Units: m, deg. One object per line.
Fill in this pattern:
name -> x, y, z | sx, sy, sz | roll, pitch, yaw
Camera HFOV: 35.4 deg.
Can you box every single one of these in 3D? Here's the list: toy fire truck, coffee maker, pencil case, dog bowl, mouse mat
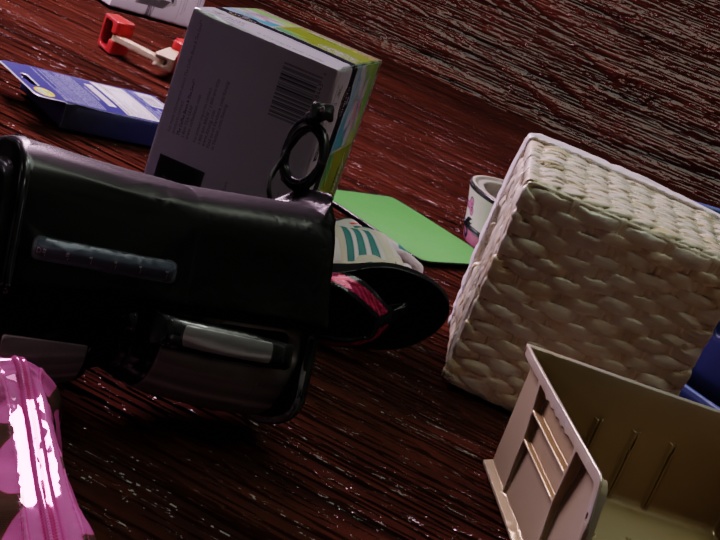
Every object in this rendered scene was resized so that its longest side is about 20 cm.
toy fire truck -> -0.270, -0.306, 1.632 | 0.199, 0.049, 0.140 | 34, 20, 31
coffee maker -> -0.127, -0.016, 0.665 | 0.197, 0.196, 0.134 | 13, -25, -31
pencil case -> -0.138, 0.105, 0.428 | 0.089, 0.095, 0.200 | 12, 18, -30
dog bowl -> 0.215, -0.044, 1.404 | 0.197, 0.075, 0.201 | 20, 17, -6
mouse mat -> 0.055, -0.051, 1.332 | 0.159, 0.008, 0.199 | 3, 26, -48

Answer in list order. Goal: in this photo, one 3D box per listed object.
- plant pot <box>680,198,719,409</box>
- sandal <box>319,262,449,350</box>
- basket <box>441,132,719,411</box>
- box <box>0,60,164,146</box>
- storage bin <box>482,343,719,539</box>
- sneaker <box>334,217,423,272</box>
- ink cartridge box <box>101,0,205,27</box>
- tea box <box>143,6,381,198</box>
plant pot -> 0.373, 0.054, 1.108 | 0.198, 0.182, 0.200 | 8, 22, -39
sandal -> -0.025, 0.027, 0.875 | 0.196, 0.076, 0.045 | 11, 25, -12
basket -> 0.189, 0.023, 0.943 | 0.197, 0.201, 0.161 | 23, 20, 1
box -> -0.289, -0.179, 1.234 | 0.198, 0.033, 0.121 | 10, 20, -42
storage bin -> 0.197, 0.155, 0.710 | 0.197, 0.095, 0.199 | 20, 16, -11
sneaker -> 0.000, 0.000, 0.979 | 0.092, 0.072, 0.199 | 20, 12, 14
ink cartridge box -> -0.406, -0.526, 2.086 | 0.198, 0.084, 0.146 | 6, 22, -45
tea box -> -0.087, -0.109, 0.977 | 0.132, 0.203, 0.197 | 22, 17, 5
